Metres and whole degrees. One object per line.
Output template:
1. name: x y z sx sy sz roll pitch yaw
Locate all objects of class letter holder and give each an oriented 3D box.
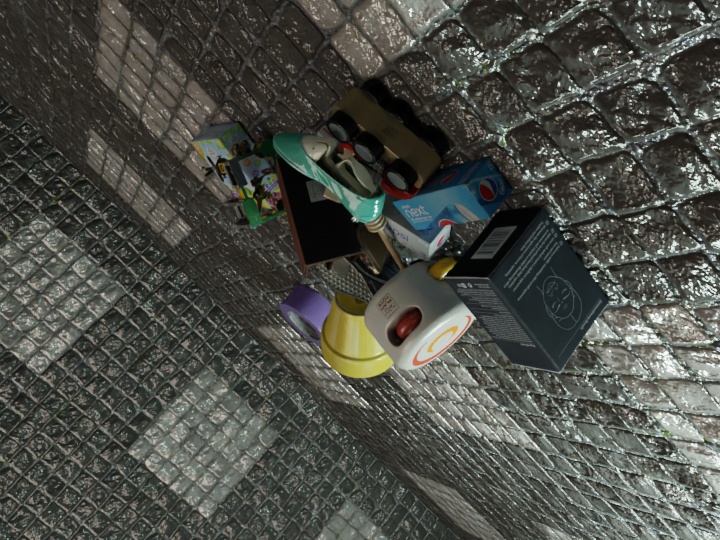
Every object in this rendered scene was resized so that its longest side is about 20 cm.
1. letter holder: -0.081 -0.099 1.181 0.142 0.100 0.200 122 133 -76

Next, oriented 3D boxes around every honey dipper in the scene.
1. honey dipper: 0.051 -0.049 1.150 0.038 0.038 0.200 23 159 40

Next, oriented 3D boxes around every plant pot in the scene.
1. plant pot: -0.001 0.128 1.579 0.201 0.201 0.189 30 142 27

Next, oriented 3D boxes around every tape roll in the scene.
1. tape roll: -0.149 0.143 1.999 0.200 0.085 0.200 35 159 15

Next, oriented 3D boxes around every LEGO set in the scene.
1. LEGO set: -0.233 -0.180 1.376 0.116 0.154 0.200 7 130 54

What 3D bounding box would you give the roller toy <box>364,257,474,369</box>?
1. roller toy: 0.105 0.077 1.185 0.140 0.182 0.200 50 158 23

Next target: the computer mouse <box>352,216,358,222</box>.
1. computer mouse: -0.002 -0.074 1.380 0.059 0.034 0.200 17 149 46

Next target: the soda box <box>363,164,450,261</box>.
1. soda box: 0.063 -0.105 1.155 0.200 0.068 0.063 35 160 19

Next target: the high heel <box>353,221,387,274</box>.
1. high heel: -0.013 -0.044 1.243 0.143 0.071 0.200 -54 44 43

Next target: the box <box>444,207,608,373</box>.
1. box: 0.252 0.029 0.975 0.200 0.148 0.107 50 158 -19

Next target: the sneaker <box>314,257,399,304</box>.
1. sneaker: 0.000 0.002 1.343 0.202 0.077 0.146 33 -159 -3

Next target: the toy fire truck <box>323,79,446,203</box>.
1. toy fire truck: 0.020 -0.171 1.032 0.176 0.129 0.200 40 165 4

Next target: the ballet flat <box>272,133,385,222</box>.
1. ballet flat: -0.040 -0.157 0.967 0.200 0.067 0.070 40 131 1

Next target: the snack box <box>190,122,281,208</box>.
1. snack box: -0.280 -0.240 1.493 0.169 0.068 0.200 11 142 54

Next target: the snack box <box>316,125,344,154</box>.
1. snack box: -0.058 -0.200 1.241 0.072 0.024 0.200 41 160 6

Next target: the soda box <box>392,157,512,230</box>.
1. soda box: 0.138 -0.115 1.009 0.068 0.064 0.200 49 159 -18
